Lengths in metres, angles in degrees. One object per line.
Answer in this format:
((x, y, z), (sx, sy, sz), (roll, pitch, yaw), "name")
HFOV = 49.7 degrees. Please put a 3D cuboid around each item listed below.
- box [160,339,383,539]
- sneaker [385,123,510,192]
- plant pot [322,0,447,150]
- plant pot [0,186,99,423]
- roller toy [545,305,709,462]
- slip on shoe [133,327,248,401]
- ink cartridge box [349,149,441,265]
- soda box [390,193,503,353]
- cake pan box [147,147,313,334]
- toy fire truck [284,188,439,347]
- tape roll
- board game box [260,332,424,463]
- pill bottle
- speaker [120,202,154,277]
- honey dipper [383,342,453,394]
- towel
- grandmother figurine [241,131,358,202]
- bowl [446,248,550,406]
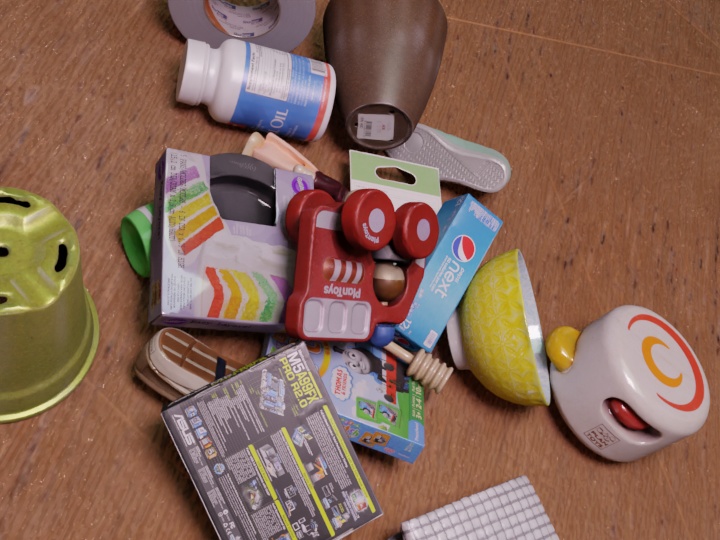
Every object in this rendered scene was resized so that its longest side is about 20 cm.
((-0.090, 0.196, 0.796), (0.160, 0.044, 0.201), (-26, 93, -15), "box")
((0.133, -0.170, 1.178), (0.200, 0.074, 0.118), (24, 16, 12), "sneaker")
((0.030, -0.276, 1.102), (0.186, 0.187, 0.201), (15, 56, -17), "plant pot")
((-0.346, 0.023, 0.752), (0.199, 0.184, 0.201), (12, 57, -19), "plant pot")
((0.350, 0.153, 1.034), (0.199, 0.140, 0.183), (6, 56, -34), "roller toy")
((-0.156, 0.138, 0.856), (0.200, 0.061, 0.076), (34, 29, -26), "slip on shoe")
((0.045, -0.059, 1.070), (0.145, 0.048, 0.201), (9, 59, -21), "ink cartridge box")
((0.099, 0.004, 0.990), (0.064, 0.068, 0.200), (37, 74, -16), "soda box")
((-0.139, -0.031, 0.875), (0.183, 0.052, 0.201), (9, 68, -30), "cake pan box")
((0.000, 0.000, 0.875), (0.200, 0.112, 0.169), (9, 87, -48), "toy fire truck")
((-0.161, -0.381, 1.066), (0.199, 0.200, 0.066), (10, 57, -20), "tape roll")
((-0.021, 0.127, 0.908), (0.199, 0.037, 0.152), (22, 33, -12), "board game box")
((-0.143, -0.247, 1.052), (0.199, 0.112, 0.113), (9, 58, -19), "pill bottle")
((-0.181, -0.057, 0.940), (0.199, 0.088, 0.089), (-21, 72, -33), "speaker")
((0.020, 0.079, 0.940), (0.200, 0.038, 0.038), (33, 53, 8), "honey dipper")
((0.135, 0.337, 0.862), (0.199, 0.086, 0.166), (-11, 69, -32), "towel")
((-0.058, -0.113, 1.002), (0.199, 0.061, 0.121), (29, 7, 13), "grandmother figurine")
((0.171, 0.080, 0.998), (0.107, 0.200, 0.201), (-12, 59, 16), "bowl")
